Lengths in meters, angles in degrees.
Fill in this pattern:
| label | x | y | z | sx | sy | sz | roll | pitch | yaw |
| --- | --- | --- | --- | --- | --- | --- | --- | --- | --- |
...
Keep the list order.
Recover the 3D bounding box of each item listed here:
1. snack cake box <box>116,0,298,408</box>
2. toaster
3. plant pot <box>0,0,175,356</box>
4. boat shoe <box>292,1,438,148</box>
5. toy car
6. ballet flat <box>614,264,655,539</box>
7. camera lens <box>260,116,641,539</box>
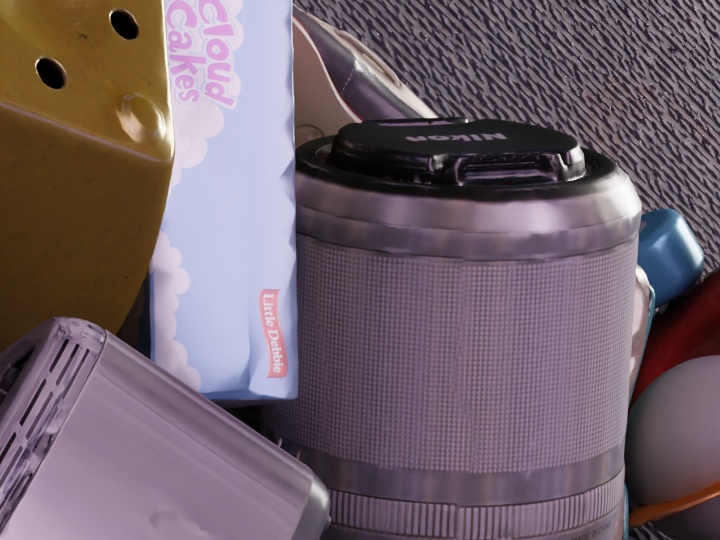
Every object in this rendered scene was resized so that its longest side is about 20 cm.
| label | x | y | z | sx | sy | sz | roll | pitch | yaw |
| --- | --- | --- | --- | --- | --- | --- | --- | --- | --- |
| snack cake box | -0.078 | -0.042 | 1.211 | 0.067 | 0.115 | 0.201 | 1 | 85 | -23 |
| toaster | -0.102 | 0.108 | 1.060 | 0.129 | 0.114 | 0.200 | 38 | 57 | -16 |
| plant pot | -0.177 | -0.058 | 1.116 | 0.194 | 0.200 | 0.196 | 20 | 52 | -36 |
| boat shoe | -0.018 | -0.079 | 1.328 | 0.200 | 0.071 | 0.063 | 40 | 32 | -12 |
| toy car | 0.197 | 0.071 | 1.408 | 0.185 | 0.176 | 0.200 | 59 | 28 | -13 |
| ballet flat | 0.093 | 0.085 | 1.370 | 0.062 | 0.067 | 0.201 | 18 | 73 | -33 |
| camera lens | 0.037 | 0.041 | 1.238 | 0.160 | 0.160 | 0.201 | -12 | 109 | -49 |
